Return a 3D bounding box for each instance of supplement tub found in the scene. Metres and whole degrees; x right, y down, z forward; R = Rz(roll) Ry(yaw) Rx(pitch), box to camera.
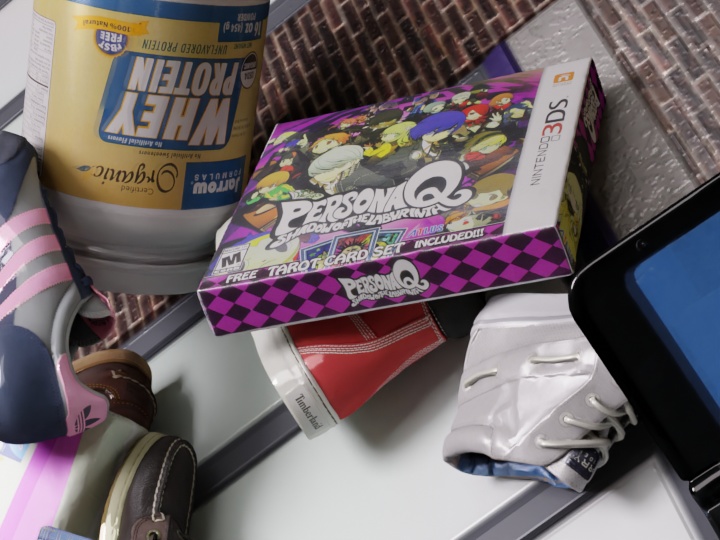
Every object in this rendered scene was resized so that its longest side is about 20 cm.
[{"bbox_3d":[-0.134,-0.099,1.152,0.144,0.144,0.202,29,116,52],"label":"supplement tub"}]

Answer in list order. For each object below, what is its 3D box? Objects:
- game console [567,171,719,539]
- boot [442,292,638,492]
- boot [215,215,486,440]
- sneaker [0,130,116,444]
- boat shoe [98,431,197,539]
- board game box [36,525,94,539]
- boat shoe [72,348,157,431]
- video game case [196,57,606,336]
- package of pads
[{"bbox_3d":[0.214,0.036,0.768,0.199,0.117,0.176,-35,39,8],"label":"game console"},{"bbox_3d":[0.122,0.062,0.893,0.199,0.073,0.096,-7,58,51],"label":"boot"},{"bbox_3d":[0.000,0.000,1.068,0.144,0.073,0.200,-32,33,-1],"label":"boot"},{"bbox_3d":[-0.179,0.009,1.061,0.081,0.070,0.202,2,57,-10],"label":"sneaker"},{"bbox_3d":[-0.108,0.176,1.012,0.064,0.073,0.201,-4,51,16],"label":"boat shoe"},{"bbox_3d":[-0.077,0.224,0.877,0.198,0.062,0.201,0,52,16],"label":"board game box"},{"bbox_3d":[-0.212,0.120,1.150,0.199,0.070,0.071,-33,35,18],"label":"boat shoe"},{"bbox_3d":[0.027,-0.042,1.017,0.198,0.036,0.182,-10,30,20],"label":"video game case"},{"bbox_3d":[-0.228,0.155,1.072,0.153,0.068,0.202,18,80,25],"label":"package of pads"}]
